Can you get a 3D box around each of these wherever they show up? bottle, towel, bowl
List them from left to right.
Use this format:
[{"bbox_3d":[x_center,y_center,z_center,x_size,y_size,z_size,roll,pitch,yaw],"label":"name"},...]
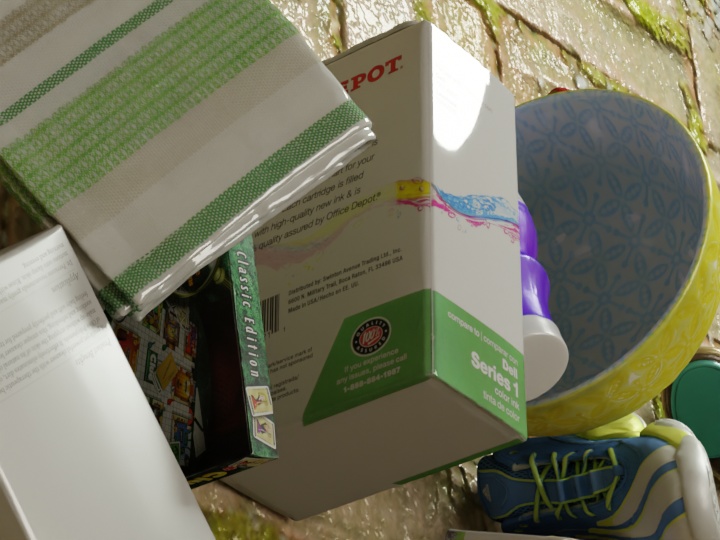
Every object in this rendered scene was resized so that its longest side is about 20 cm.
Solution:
[{"bbox_3d":[-0.109,-0.089,1.102,0.149,0.031,0.200,-37,76,-23],"label":"towel"},{"bbox_3d":[0.049,-0.014,1.303,0.065,0.084,0.201,28,23,-40],"label":"bottle"},{"bbox_3d":[0.119,0.013,1.358,0.108,0.199,0.201,44,39,-44],"label":"bowl"}]

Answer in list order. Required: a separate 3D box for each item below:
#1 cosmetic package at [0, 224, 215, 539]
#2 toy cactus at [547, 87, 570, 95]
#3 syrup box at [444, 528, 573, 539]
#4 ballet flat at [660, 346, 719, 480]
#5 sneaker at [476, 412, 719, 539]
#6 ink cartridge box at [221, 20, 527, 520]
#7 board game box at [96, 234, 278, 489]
[{"bbox_3d":[-0.134,0.097,1.028,0.107,0.084,0.201,-32,99,-57],"label":"cosmetic package"},{"bbox_3d":[0.154,0.001,1.520,0.165,0.102,0.201,44,30,-48],"label":"toy cactus"},{"bbox_3d":[0.127,0.196,1.346,0.199,0.078,0.082,25,70,-48],"label":"syrup box"},{"bbox_3d":[0.244,0.101,1.614,0.200,0.068,0.063,55,25,-37],"label":"ballet flat"},{"bbox_3d":[0.121,0.122,1.328,0.200,0.104,0.076,-172,-111,-82],"label":"sneaker"},{"bbox_3d":[0.000,0.000,1.226,0.084,0.144,0.201,34,45,-42],"label":"ink cartridge box"},{"bbox_3d":[-0.092,0.002,1.126,0.023,0.104,0.202,18,58,-49],"label":"board game box"}]
